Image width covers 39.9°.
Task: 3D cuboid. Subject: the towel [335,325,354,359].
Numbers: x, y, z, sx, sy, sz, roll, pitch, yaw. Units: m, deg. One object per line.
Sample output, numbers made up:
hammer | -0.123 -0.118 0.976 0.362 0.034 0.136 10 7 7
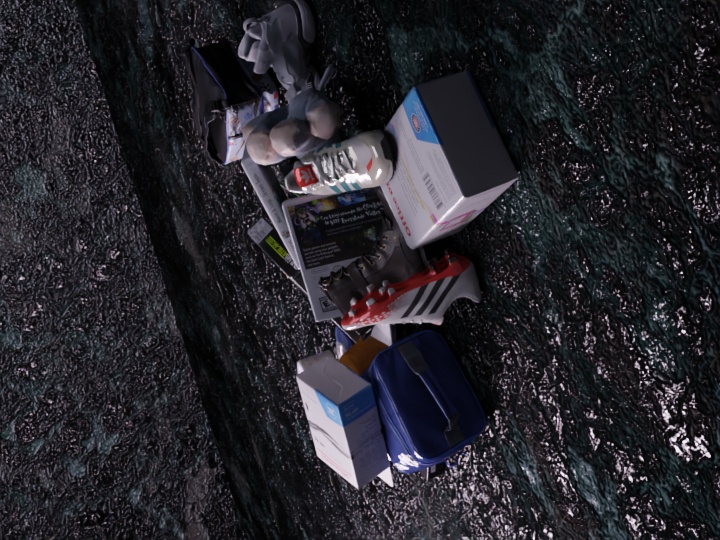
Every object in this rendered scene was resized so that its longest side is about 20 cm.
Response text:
towel | -0.005 0.213 1.898 0.147 0.023 0.202 50 152 39

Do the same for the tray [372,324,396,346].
tray | 0.011 0.059 1.709 0.200 0.022 0.109 42 147 50

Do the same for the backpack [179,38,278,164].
backpack | -0.236 -0.299 1.804 0.202 0.152 0.192 61 151 34

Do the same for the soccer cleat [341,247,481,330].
soccer cleat | 0.069 0.046 1.337 0.086 0.198 0.069 60 -170 -18

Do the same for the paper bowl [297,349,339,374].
paper bowl | -0.040 0.246 1.816 0.201 0.103 0.204 161 90 -78

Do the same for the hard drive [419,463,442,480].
hard drive | 0.077 0.242 1.699 0.200 0.037 0.141 48 151 42

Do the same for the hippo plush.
hippo plush | -0.075 -0.171 1.469 0.201 0.157 0.162 -97 -19 -62

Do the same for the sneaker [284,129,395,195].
sneaker | -0.032 -0.129 1.286 0.199 0.092 0.072 -5 105 62

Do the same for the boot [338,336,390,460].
boot | 0.046 0.203 1.601 0.201 0.144 0.071 45 139 2

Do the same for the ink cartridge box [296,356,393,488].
ink cartridge box | -0.022 0.246 1.509 0.115 0.067 0.203 28 139 49

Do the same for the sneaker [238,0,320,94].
sneaker | -0.127 -0.321 1.557 0.075 0.113 0.202 48 151 42

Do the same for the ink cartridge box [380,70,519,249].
ink cartridge box | 0.096 -0.130 1.227 0.147 0.084 0.200 66 158 9

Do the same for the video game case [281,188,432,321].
video game case | 0.005 -0.035 1.420 0.023 0.196 0.185 -66 -39 -71

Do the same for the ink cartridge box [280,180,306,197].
ink cartridge box | -0.044 -0.057 1.488 0.198 0.060 0.104 31 -170 -4

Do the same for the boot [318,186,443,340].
boot | 0.016 -0.016 1.376 0.202 0.172 0.069 60 -166 -13

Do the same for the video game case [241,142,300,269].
video game case | -0.133 -0.109 1.553 0.184 0.023 0.200 63 -177 -16

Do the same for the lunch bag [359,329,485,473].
lunch bag | 0.093 0.202 1.482 0.202 0.134 0.133 60 159 14

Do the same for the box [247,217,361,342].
box | -0.090 0.015 1.707 0.194 0.047 0.200 50 175 -39

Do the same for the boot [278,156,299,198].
boot | -0.078 -0.114 1.686 0.201 0.075 0.170 -125 20 -47
